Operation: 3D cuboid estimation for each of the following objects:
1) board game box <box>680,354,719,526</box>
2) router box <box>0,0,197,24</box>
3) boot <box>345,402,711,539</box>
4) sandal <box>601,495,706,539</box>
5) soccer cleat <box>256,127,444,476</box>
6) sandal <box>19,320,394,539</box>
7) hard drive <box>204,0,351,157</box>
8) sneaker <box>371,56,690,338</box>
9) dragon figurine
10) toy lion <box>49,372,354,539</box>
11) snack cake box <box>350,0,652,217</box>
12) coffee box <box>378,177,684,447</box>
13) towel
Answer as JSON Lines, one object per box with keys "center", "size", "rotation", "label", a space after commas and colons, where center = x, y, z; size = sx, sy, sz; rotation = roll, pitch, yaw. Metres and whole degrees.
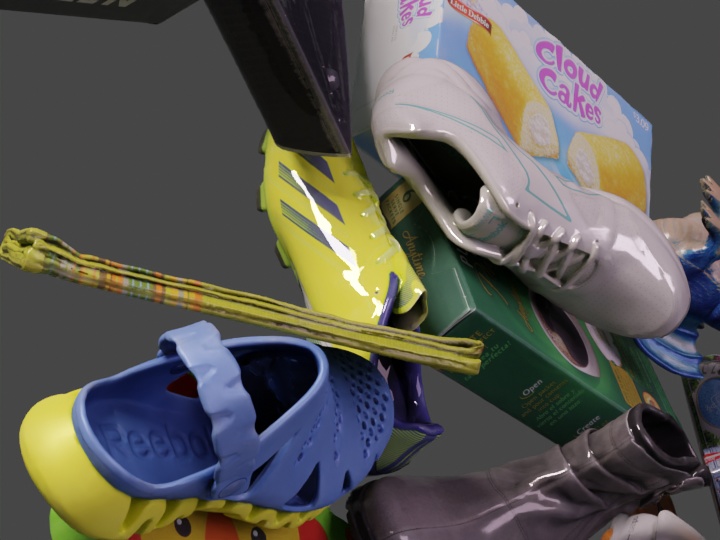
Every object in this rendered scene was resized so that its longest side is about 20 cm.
{"center": [0.234, 0.142, 0.965], "size": [0.200, 0.061, 0.200], "rotation": [-93, 166, -54], "label": "board game box"}
{"center": [-0.163, -0.199, 0.770], "size": [0.200, 0.052, 0.158], "rotation": [-5, 77, -51], "label": "router box"}
{"center": [0.086, 0.104, 0.826], "size": [0.200, 0.131, 0.070], "rotation": [5, 56, -62], "label": "boot"}
{"center": [0.173, 0.162, 0.950], "size": [0.079, 0.059, 0.207], "rotation": [57, 23, -16], "label": "sandal"}
{"center": [0.001, 0.000, 0.841], "size": [0.065, 0.083, 0.201], "rotation": [9, 66, -47], "label": "soccer cleat"}
{"center": [-0.041, 0.059, 0.702], "size": [0.200, 0.087, 0.080], "rotation": [-6, 61, -58], "label": "sandal"}
{"center": [-0.044, -0.160, 0.841], "size": [0.135, 0.042, 0.201], "rotation": [63, 16, -44], "label": "hard drive"}
{"center": [0.081, -0.023, 0.868], "size": [0.200, 0.070, 0.080], "rotation": [37, 27, -7], "label": "sneaker"}
{"center": [0.184, 0.018, 0.948], "size": [0.200, 0.099, 0.059], "rotation": [41, 31, -16], "label": "dragon figurine"}
{"center": [-0.048, 0.140, 0.745], "size": [0.200, 0.069, 0.193], "rotation": [25, 47, -41], "label": "toy lion"}
{"center": [0.086, -0.081, 0.996], "size": [0.200, 0.067, 0.116], "rotation": [34, 50, -35], "label": "snack cake box"}
{"center": [0.094, 0.035, 0.937], "size": [0.200, 0.044, 0.123], "rotation": [32, 27, -38], "label": "coffee box"}
{"center": [-0.051, 0.012, 0.725], "size": [0.199, 0.086, 0.018], "rotation": [14, 90, -19], "label": "towel"}
